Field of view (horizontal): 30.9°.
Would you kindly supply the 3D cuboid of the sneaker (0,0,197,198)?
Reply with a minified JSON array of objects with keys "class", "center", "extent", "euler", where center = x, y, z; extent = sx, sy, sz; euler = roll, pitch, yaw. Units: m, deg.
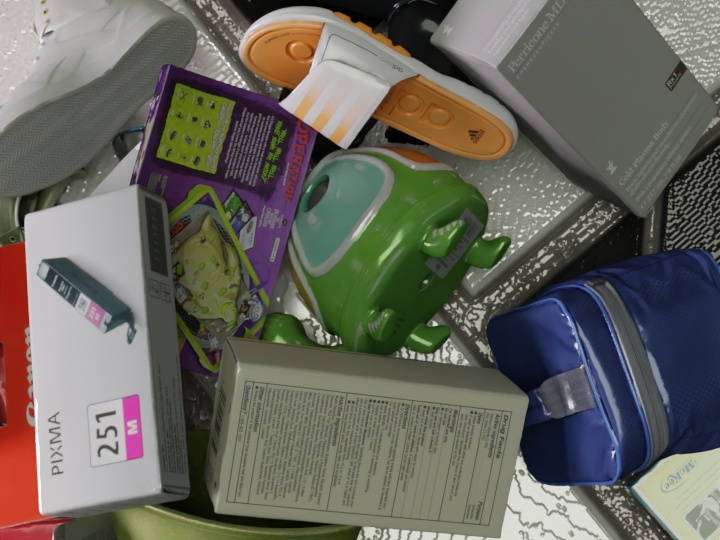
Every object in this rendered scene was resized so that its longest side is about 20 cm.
[{"class":"sneaker","center":[-0.230,-0.145,0.988],"extent":[0.200,0.074,0.115],"euler":[-40,52,-15]}]

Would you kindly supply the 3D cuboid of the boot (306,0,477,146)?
[{"class":"boot","center":[0.029,-0.177,0.985],"extent":[0.196,0.073,0.164],"euler":[-6,81,-4]}]

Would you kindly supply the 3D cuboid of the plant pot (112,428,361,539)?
[{"class":"plant pot","center":[-0.098,0.236,0.929],"extent":[0.198,0.200,0.192],"euler":[11,100,5]}]

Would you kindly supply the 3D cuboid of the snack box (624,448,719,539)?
[{"class":"snack box","center":[0.309,0.136,0.966],"extent":[0.200,0.037,0.116],"euler":[-43,84,0]}]

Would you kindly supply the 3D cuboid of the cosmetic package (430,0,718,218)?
[{"class":"cosmetic package","center":[0.154,-0.139,0.918],"extent":[0.107,0.199,0.090],"euler":[-55,42,1]}]

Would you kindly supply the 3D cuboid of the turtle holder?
[{"class":"turtle holder","center":[0.008,-0.005,0.959],"extent":[0.131,0.140,0.187],"euler":[39,122,24]}]

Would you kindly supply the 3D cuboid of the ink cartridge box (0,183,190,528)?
[{"class":"ink cartridge box","center":[-0.202,0.061,0.855],"extent":[0.172,0.044,0.202],"euler":[-13,73,19]}]

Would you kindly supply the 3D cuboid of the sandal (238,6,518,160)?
[{"class":"sandal","center":[0.013,-0.112,0.887],"extent":[0.205,0.079,0.060],"euler":[21,54,-10]}]

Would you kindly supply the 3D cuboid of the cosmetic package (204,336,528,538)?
[{"class":"cosmetic package","center":[0.002,0.112,0.873],"extent":[0.198,0.073,0.105],"euler":[9,100,-15]}]

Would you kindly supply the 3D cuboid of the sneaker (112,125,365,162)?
[{"class":"sneaker","center":[-0.087,-0.083,0.999],"extent":[0.198,0.073,0.083],"euler":[-9,99,10]}]

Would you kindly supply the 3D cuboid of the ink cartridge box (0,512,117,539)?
[{"class":"ink cartridge box","center":[-0.220,0.271,0.924],"extent":[0.083,0.176,0.203],"euler":[-5,85,4]}]

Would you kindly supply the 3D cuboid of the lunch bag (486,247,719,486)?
[{"class":"lunch bag","center":[0.165,0.072,0.906],"extent":[0.131,0.200,0.137],"euler":[-15,83,-15]}]

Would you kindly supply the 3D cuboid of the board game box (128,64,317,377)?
[{"class":"board game box","center":[-0.109,-0.030,0.916],"extent":[0.119,0.032,0.202],"euler":[16,92,-19]}]

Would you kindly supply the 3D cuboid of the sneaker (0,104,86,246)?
[{"class":"sneaker","center":[-0.286,-0.024,1.001],"extent":[0.089,0.067,0.201],"euler":[30,86,11]}]

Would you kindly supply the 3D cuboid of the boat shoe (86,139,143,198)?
[{"class":"boat shoe","center":[-0.183,-0.021,0.963],"extent":[0.066,0.072,0.200],"euler":[44,103,-4]}]

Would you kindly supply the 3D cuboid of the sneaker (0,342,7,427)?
[{"class":"sneaker","center":[-0.259,0.056,0.953],"extent":[0.115,0.078,0.201],"euler":[-31,93,-5]}]
